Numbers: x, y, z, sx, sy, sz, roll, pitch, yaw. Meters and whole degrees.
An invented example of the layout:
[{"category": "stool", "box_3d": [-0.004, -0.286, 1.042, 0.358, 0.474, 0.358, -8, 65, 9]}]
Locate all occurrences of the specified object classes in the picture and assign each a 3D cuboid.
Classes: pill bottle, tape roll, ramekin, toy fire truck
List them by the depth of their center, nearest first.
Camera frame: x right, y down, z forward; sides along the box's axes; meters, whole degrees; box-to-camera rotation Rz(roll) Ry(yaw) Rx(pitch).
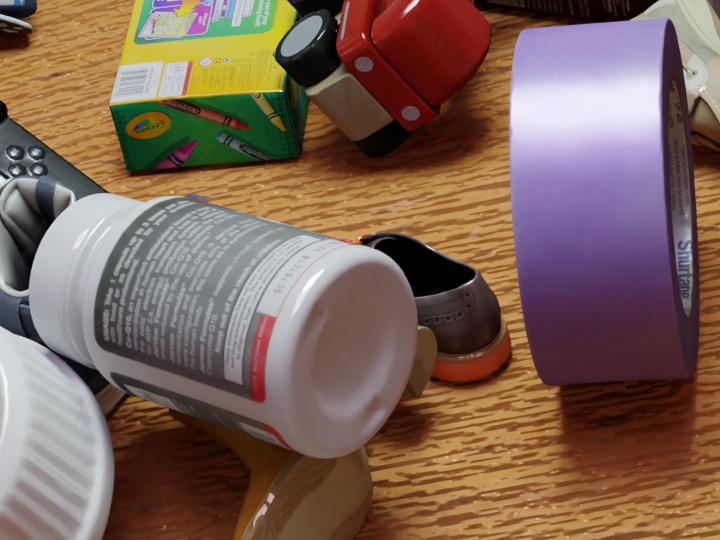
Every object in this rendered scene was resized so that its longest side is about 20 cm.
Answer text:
[{"category": "pill bottle", "box_3d": [-0.078, 0.023, 1.505, 0.199, 0.114, 0.114, 16, 47, 38]}, {"category": "ramekin", "box_3d": [-0.242, 0.109, 1.512, 0.201, 0.094, 0.204, -10, 59, 18]}, {"category": "tape roll", "box_3d": [0.139, -0.038, 1.550, 0.084, 0.201, 0.201, -4, 40, 11]}, {"category": "toy fire truck", "box_3d": [0.066, -0.178, 1.773, 0.199, 0.129, 0.177, -29, 31, 28]}]

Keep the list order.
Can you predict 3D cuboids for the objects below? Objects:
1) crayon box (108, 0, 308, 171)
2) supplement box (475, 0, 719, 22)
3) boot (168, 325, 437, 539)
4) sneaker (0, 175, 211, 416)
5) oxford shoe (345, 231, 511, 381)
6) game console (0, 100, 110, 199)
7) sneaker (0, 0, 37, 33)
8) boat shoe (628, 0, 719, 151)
[{"category": "crayon box", "box_3d": [-0.092, -0.153, 1.860, 0.118, 0.059, 0.201, -4, 40, 10]}, {"category": "supplement box", "box_3d": [0.163, -0.221, 1.867, 0.199, 0.061, 0.109, 12, 46, 26]}, {"category": "boot", "box_3d": [-0.056, 0.095, 1.565, 0.143, 0.071, 0.202, 6, 48, 38]}, {"category": "sneaker", "box_3d": [-0.149, -0.016, 1.649, 0.076, 0.147, 0.203, 10, 43, 27]}, {"category": "oxford shoe", "box_3d": [0.000, 0.000, 1.642, 0.199, 0.073, 0.071, 16, 48, 30]}, {"category": "game console", "box_3d": [-0.258, -0.051, 1.694, 0.172, 0.119, 0.200, 36, 56, 10]}, {"category": "sneaker", "box_3d": [-0.288, -0.191, 1.902, 0.108, 0.071, 0.200, 1, 10, 10]}, {"category": "boat shoe", "box_3d": [0.212, -0.105, 1.716, 0.065, 0.072, 0.200, -23, 38, 3]}]
